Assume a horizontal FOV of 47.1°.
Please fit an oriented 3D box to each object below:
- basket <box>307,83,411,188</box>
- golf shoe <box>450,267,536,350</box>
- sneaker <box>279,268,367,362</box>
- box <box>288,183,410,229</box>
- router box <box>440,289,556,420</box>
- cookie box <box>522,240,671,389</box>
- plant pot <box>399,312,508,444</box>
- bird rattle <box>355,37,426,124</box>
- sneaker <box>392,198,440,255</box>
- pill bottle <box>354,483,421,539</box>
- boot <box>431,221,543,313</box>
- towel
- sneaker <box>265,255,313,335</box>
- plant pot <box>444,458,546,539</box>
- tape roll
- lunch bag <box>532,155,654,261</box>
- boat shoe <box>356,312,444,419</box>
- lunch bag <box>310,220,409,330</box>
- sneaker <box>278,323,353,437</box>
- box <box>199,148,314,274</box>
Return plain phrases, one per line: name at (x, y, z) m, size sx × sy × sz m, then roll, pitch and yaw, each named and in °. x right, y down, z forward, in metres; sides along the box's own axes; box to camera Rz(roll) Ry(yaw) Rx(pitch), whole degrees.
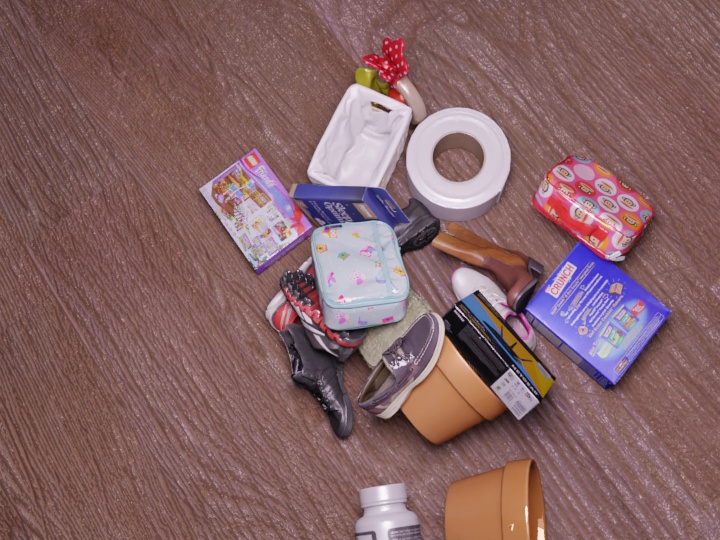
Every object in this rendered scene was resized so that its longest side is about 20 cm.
basket at (0.002, -0.218, 1.546) m, size 0.133 × 0.124 × 0.203 m, roll 24°, pitch 77°, yaw 10°
golf shoe at (0.239, 0.063, 1.467) m, size 0.075 × 0.092 × 0.200 m, roll -43°, pitch 74°, yaw -7°
sneaker at (-0.074, 0.083, 1.433) m, size 0.200 × 0.099 × 0.070 m, roll 41°, pitch 46°, yaw 25°
box at (-0.020, -0.108, 1.476) m, size 0.196 × 0.121 × 0.033 m, roll 5°, pitch 64°, yaw 33°
router box at (0.224, 0.132, 1.347) m, size 0.051 × 0.149 × 0.201 m, roll -44°, pitch 80°, yaw 22°
cookie box at (0.413, 0.076, 1.459) m, size 0.199 × 0.075 × 0.172 m, roll 41°, pitch 80°, yaw 13°
plant pot at (0.139, 0.194, 1.392) m, size 0.140 × 0.200 × 0.201 m, roll -42°, pitch 75°, yaw 8°
bird rattle at (0.072, -0.350, 1.553) m, size 0.113 × 0.200 × 0.164 m, roll -43°, pitch 101°, yaw -13°
sneaker at (0.049, -0.059, 1.532) m, size 0.197 × 0.076 × 0.092 m, roll -31°, pitch 62°, yaw -9°
pill bottle at (0.048, 0.459, 1.353) m, size 0.108 × 0.111 × 0.205 m, roll -8°, pitch 74°, yaw 1°
boot at (0.219, -0.016, 1.454) m, size 0.197 × 0.070 × 0.189 m, roll 28°, pitch 33°, yaw 9°
towel at (0.038, 0.082, 1.431) m, size 0.149 × 0.036 × 0.200 m, roll -51°, pitch 32°, yaw 4°
sneaker at (-0.085, 0.035, 1.511) m, size 0.085 × 0.077 × 0.201 m, roll 41°, pitch 91°, yaw 8°
plant pot at (0.216, 0.407, 1.318) m, size 0.137 × 0.200 × 0.205 m, roll -5°, pitch 72°, yaw 18°
tape roll at (0.183, -0.199, 1.556) m, size 0.197 × 0.071 × 0.208 m, roll -1°, pitch 73°, yaw 3°
lunch bag at (0.410, -0.110, 1.469) m, size 0.199 × 0.083 × 0.175 m, roll 39°, pitch 42°, yaw 17°
boat shoe at (0.062, 0.151, 1.313) m, size 0.202 × 0.064 × 0.072 m, roll -57°, pitch 40°, yaw 21°
lunch bag at (0.000, 0.000, 1.391) m, size 0.156 × 0.078 × 0.203 m, roll -7°, pitch 47°, yaw -7°
sneaker at (-0.079, 0.193, 1.445) m, size 0.102 × 0.060 × 0.204 m, roll 4°, pitch 64°, yaw -31°
box at (-0.197, -0.113, 1.572) m, size 0.136 × 0.039 × 0.201 m, roll -35°, pitch 75°, yaw -6°
